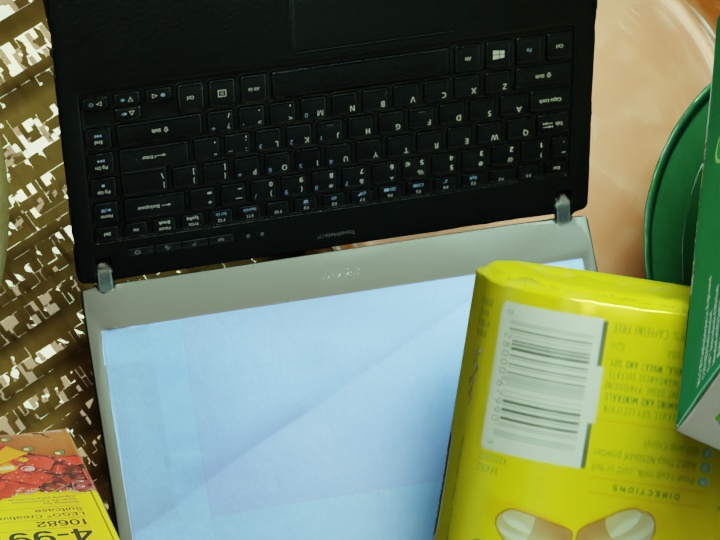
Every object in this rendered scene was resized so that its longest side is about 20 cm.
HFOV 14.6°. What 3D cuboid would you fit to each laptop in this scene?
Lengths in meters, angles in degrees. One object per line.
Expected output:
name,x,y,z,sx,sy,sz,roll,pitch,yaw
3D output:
laptop,0.000,0.000,0.889,0.176,0.201,0.104,-9,42,-9

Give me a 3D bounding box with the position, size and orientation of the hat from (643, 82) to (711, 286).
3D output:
hat,0.216,0.001,0.908,0.200,0.176,0.166,37,70,-16

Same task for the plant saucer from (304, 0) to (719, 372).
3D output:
plant saucer,0.063,-0.052,0.990,0.199,0.032,0.202,3,72,-10

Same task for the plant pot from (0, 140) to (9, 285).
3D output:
plant pot,-0.188,0.001,0.850,0.200,0.201,0.027,-37,39,-20

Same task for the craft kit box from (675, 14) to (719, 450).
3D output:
craft kit box,0.196,0.006,0.842,0.197,0.049,0.201,22,41,-6

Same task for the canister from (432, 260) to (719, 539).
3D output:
canister,0.089,0.106,0.872,0.148,0.087,0.201,8,95,-8

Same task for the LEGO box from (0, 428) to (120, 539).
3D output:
LEGO box,-0.166,0.113,0.779,0.199,0.149,0.078,-4,109,-16
